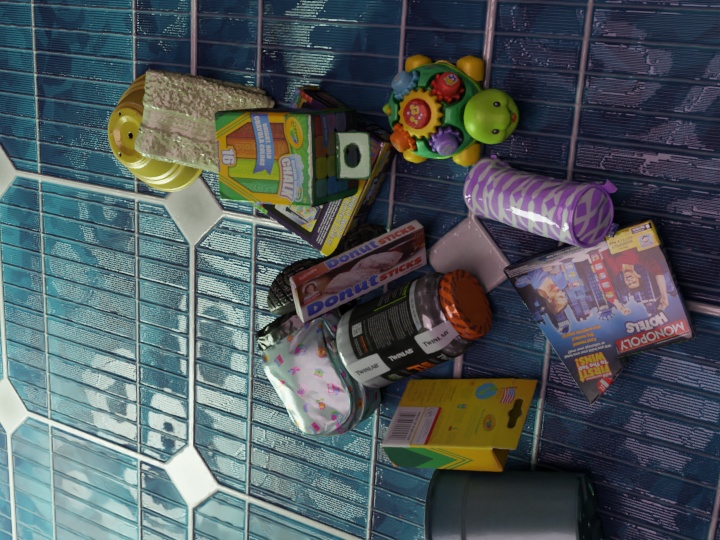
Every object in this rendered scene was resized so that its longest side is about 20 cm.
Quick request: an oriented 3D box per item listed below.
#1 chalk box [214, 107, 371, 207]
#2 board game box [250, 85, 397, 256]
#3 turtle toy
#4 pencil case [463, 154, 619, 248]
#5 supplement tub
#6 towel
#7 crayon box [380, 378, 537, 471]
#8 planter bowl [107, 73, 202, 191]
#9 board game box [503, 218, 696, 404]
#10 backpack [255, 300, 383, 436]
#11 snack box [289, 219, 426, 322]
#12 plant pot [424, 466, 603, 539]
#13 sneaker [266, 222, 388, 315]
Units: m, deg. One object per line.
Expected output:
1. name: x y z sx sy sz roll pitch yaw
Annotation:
1. chalk box: -0.080 -0.157 1.205 0.200 0.124 0.125 6 105 29
2. board game box: -0.053 -0.143 1.298 0.165 0.057 0.200 35 117 17
3. turtle toy: 0.114 -0.205 1.153 0.200 0.101 0.146 8 106 29
4. pencil case: 0.218 -0.089 1.097 0.200 0.084 0.086 22 89 48
5. supplement tub: 0.075 0.079 1.236 0.200 0.123 0.123 -27 88 34
6. towel: -0.239 -0.223 1.357 0.200 0.036 0.148 13 109 -3
7. crayon box: 0.142 0.211 1.222 0.200 0.127 0.051 -5 128 33
8. planter bowl: -0.348 -0.222 1.440 0.200 0.083 0.201 8 105 29
9. board game box: 0.310 0.056 1.114 0.200 0.062 0.200 -20 92 33
10. backpack: -0.061 0.150 1.331 0.167 0.127 0.200 -34 82 33
11. snack box: 0.000 0.000 1.218 0.024 0.200 0.072 50 158 41
12. plant pot: 0.213 0.352 1.190 0.196 0.200 0.200 -9 97 24
13. sneaker: -0.037 0.017 1.268 0.200 0.091 0.076 -28 42 -1
